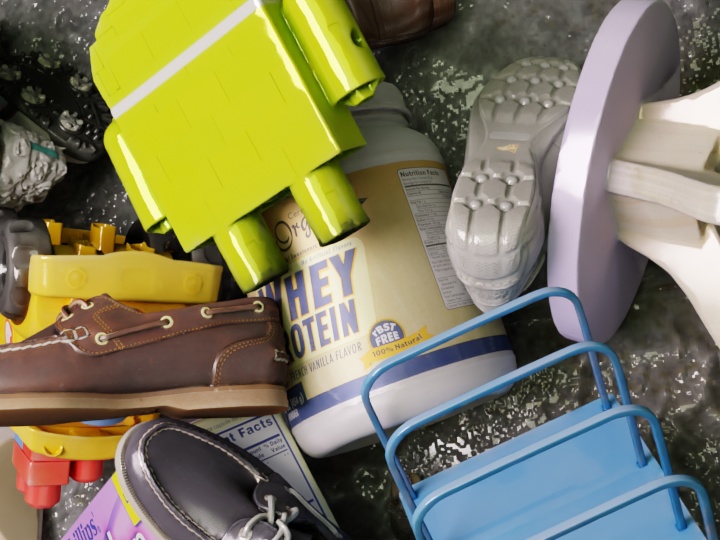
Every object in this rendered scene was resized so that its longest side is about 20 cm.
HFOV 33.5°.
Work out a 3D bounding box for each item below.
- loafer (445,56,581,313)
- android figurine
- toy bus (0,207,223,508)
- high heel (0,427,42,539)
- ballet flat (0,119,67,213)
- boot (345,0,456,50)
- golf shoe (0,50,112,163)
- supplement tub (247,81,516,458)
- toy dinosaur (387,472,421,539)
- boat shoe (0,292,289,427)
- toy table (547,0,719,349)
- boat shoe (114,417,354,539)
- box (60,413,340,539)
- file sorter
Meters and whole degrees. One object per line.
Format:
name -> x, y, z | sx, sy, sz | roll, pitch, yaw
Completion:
loafer -> 0.094, -0.058, 0.715 | 0.070, 0.070, 0.200 | 10, 45, 19
android figurine -> -0.075, -0.094, 0.658 | 0.182, 0.041, 0.201 | -32, 85, 32
toy bus -> -0.180, 0.060, 0.763 | 0.200, 0.135, 0.193 | 11, 94, 62
high heel -> -0.311, 0.152, 0.881 | 0.142, 0.071, 0.201 | -26, 86, 33
ballet flat -> -0.271, -0.048, 0.863 | 0.200, 0.071, 0.072 | -22, 76, 47
boot -> -0.058, -0.196, 0.751 | 0.187, 0.200, 0.064 | 50, 143, 15
golf shoe -> -0.265, -0.124, 0.886 | 0.200, 0.077, 0.088 | 34, 120, 17
supplement tub -> 0.000, 0.000, 0.737 | 0.144, 0.144, 0.201 | -22, 78, 15
toy dinosaur -> 0.082, 0.172, 0.710 | 0.088, 0.200, 0.048 | -20, 111, -13
boat shoe -> -0.136, 0.048, 0.648 | 0.199, 0.070, 0.071 | -1, 78, -24
toy table -> 0.189, -0.046, 0.673 | 0.117, 0.184, 0.201 | 14, 115, 33
boat shoe -> -0.039, 0.140, 0.633 | 0.200, 0.073, 0.063 | 40, 141, -6
box -> -0.080, 0.208, 0.725 | 0.201, 0.096, 0.176 | 61, 143, 14
file sorter -> 0.096, 0.125, 0.587 | 0.138, 0.123, 0.200 | -24, 39, 0
